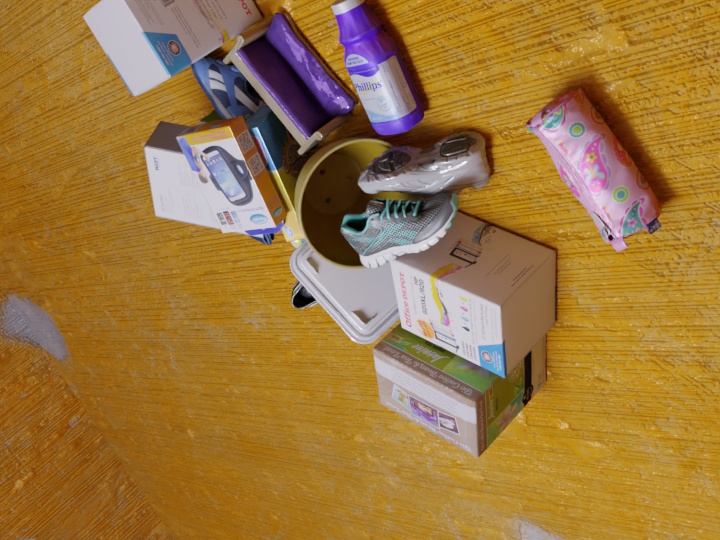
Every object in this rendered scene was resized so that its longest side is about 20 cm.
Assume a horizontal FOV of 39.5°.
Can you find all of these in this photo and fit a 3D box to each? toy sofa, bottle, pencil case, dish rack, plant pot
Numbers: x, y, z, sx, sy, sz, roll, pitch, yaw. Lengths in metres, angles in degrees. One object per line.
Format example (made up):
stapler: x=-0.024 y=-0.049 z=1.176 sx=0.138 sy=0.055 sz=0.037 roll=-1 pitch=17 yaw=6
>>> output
toy sofa: x=-0.107 y=-0.289 z=1.540 sx=0.200 sy=0.083 sz=0.097 roll=51 pitch=136 yaw=-2
bottle: x=0.020 y=-0.291 z=1.416 sx=0.083 sy=0.065 sz=0.201 roll=4 pitch=126 yaw=50
pencil case: x=0.291 y=-0.126 z=1.245 sx=0.200 sy=0.087 sz=0.087 roll=55 pitch=147 yaw=-7
dish rack: x=0.000 y=0.000 z=1.643 sx=0.200 sy=0.172 sz=0.044 roll=47 pitch=172 yaw=5
plant pot: x=-0.021 y=-0.120 z=1.559 sx=0.201 sy=0.199 sz=0.142 roll=66 pitch=169 yaw=-26

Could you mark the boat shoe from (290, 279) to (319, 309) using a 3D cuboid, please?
boat shoe: x=-0.037 y=0.002 z=1.707 sx=0.200 sy=0.064 sz=0.071 roll=-39 pitch=99 yaw=21

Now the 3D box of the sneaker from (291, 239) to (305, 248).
sneaker: x=-0.056 y=-0.049 z=1.774 sx=0.105 sy=0.076 sz=0.201 roll=-18 pitch=109 yaw=34

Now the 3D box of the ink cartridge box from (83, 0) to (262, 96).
ink cartridge box: x=-0.289 y=-0.394 z=1.558 sx=0.146 sy=0.200 sz=0.147 roll=-7 pitch=118 yaw=54

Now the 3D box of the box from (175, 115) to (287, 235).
box: x=-0.196 y=-0.136 z=1.567 sx=0.119 sy=0.041 sz=0.201 roll=-4 pitch=118 yaw=37

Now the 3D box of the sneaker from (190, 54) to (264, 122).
sneaker: x=-0.223 y=-0.313 z=1.691 sx=0.200 sy=0.082 sz=0.074 roll=55 pitch=-177 yaw=19

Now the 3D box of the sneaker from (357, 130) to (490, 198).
sneaker: x=0.094 y=-0.128 z=1.442 sx=0.199 sy=0.078 sz=0.100 roll=-8 pitch=131 yaw=24

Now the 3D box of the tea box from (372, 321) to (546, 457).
tea box: x=0.159 y=0.152 z=1.586 sx=0.199 sy=0.197 sz=0.134 roll=24 pitch=140 yaw=33

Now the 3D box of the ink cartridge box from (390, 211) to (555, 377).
ink cartridge box: x=0.169 y=0.030 z=1.495 sx=0.199 sy=0.145 sz=0.148 roll=25 pitch=141 yaw=35

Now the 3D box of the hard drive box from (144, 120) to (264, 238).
hard drive box: x=-0.248 y=-0.151 z=1.677 sx=0.199 sy=0.077 sz=0.156 roll=12 pitch=136 yaw=9

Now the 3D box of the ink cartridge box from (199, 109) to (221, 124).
ink cartridge box: x=-0.182 y=-0.214 z=1.744 sx=0.199 sy=0.059 sz=0.104 roll=19 pitch=140 yaw=39

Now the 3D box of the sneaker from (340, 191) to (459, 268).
sneaker: x=0.050 y=-0.070 z=1.429 sx=0.199 sy=0.078 sz=0.091 roll=-26 pitch=125 yaw=37

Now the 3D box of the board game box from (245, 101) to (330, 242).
board game box: x=-0.116 y=-0.171 z=1.624 sx=0.040 sy=0.153 sz=0.201 roll=-10 pitch=119 yaw=26

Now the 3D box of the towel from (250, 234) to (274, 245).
towel: x=-0.225 y=-0.126 z=1.835 sx=0.111 sy=0.049 sz=0.200 roll=24 pitch=162 yaw=29
